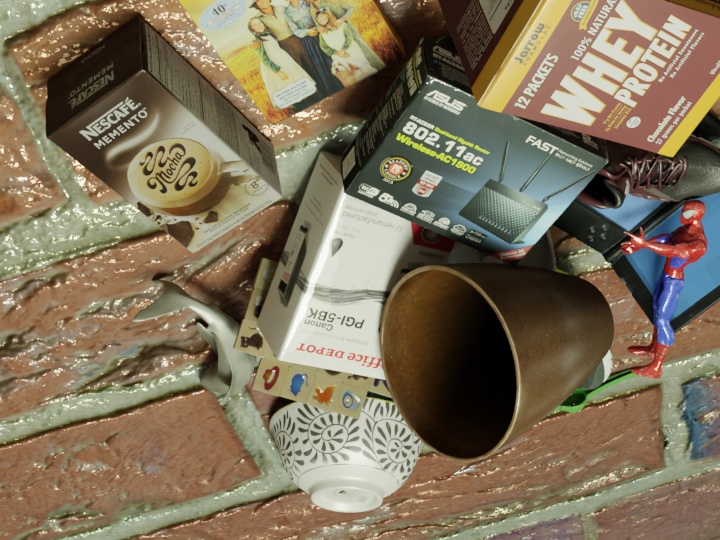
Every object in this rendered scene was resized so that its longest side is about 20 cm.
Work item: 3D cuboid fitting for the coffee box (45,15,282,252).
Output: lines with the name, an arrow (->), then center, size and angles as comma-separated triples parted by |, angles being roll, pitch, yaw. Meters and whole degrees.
coffee box -> -0.176, -0.118, 1.107 | 0.113, 0.080, 0.200 | -30, 136, 19

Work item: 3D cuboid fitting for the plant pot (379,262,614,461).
plant pot -> 0.154, 0.069, 1.203 | 0.199, 0.187, 0.188 | -14, 145, -39

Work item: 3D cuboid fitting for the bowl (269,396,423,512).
bowl -> -0.016, 0.235, 1.480 | 0.199, 0.095, 0.201 | 2, 150, 1

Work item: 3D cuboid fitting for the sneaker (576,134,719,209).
sneaker -> 0.273, -0.087, 1.197 | 0.198, 0.116, 0.076 | 9, 121, 0

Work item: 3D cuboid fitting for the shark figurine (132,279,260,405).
shark figurine -> -0.154, 0.095, 1.313 | 0.127, 0.090, 0.215 | 4, 147, 18

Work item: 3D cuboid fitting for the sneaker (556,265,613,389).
sneaker -> 0.228, 0.078, 1.418 | 0.084, 0.074, 0.201 | -40, 129, -11

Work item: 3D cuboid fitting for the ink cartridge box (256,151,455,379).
ink cartridge box -> 0.000, 0.000, 1.231 | 0.146, 0.083, 0.201 | 12, 110, -27

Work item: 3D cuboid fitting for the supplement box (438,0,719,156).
supplement box -> 0.184, -0.225, 0.998 | 0.196, 0.201, 0.133 | 10, 133, -24

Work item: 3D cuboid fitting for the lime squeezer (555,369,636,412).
lime squeezer -> 0.256, 0.149, 1.542 | 0.198, 0.038, 0.071 | 8, 133, -22

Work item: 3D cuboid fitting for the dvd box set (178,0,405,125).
dvd box set -> -0.064, -0.228, 1.056 | 0.145, 0.030, 0.200 | -25, 137, 12

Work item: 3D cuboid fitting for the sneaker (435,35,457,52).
sneaker -> 0.135, -0.141, 1.177 | 0.198, 0.078, 0.140 | 14, 133, -15

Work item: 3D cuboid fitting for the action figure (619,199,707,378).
action figure -> 0.300, 0.010, 1.276 | 0.098, 0.065, 0.201 | 13, 119, -2

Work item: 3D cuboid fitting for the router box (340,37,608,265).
router box -> 0.103, -0.103, 1.114 | 0.199, 0.062, 0.150 | 21, 129, -21

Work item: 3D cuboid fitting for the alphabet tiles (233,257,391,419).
alphabet tiles -> -0.033, 0.063, 1.307 | 0.199, 0.006, 0.168 | 19, 86, -27

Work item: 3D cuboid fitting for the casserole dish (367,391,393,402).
casserole dish -> 0.057, 0.128, 1.467 | 0.198, 0.039, 0.122 | -18, 137, 6

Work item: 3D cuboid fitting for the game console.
game console -> 0.330, -0.053, 1.285 | 0.170, 0.119, 0.200 | 26, 124, -36

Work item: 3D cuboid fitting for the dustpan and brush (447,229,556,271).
dustpan and brush -> 0.164, 0.042, 1.317 | 0.139, 0.057, 0.201 | -23, 107, 9
